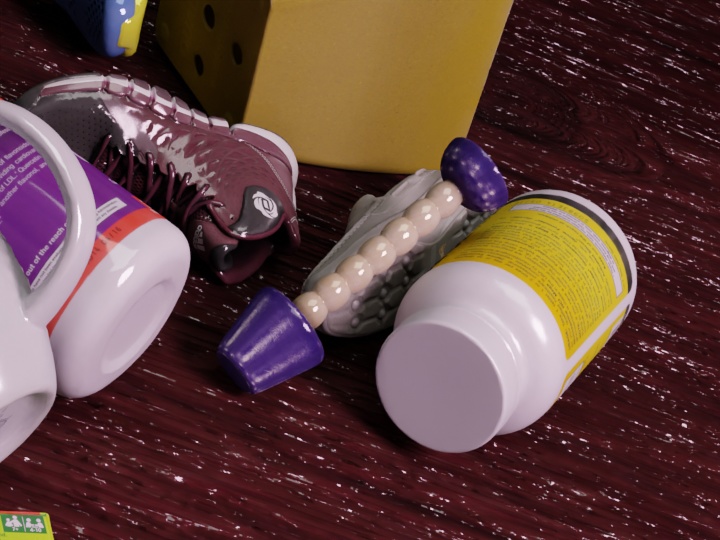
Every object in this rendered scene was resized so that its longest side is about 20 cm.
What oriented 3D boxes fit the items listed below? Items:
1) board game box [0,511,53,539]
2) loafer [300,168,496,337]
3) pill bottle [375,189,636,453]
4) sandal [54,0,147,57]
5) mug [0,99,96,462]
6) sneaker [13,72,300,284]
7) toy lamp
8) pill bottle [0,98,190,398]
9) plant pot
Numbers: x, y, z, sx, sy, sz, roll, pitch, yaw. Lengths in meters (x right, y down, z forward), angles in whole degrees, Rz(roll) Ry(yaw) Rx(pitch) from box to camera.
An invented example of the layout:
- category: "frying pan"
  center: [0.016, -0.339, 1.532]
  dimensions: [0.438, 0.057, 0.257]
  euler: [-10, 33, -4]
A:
- category: "board game box"
  center: [-0.230, 0.156, 0.857]
  dimensions: [0.199, 0.048, 0.102]
  euler: [7, 38, -29]
- category: "loafer"
  center: [0.017, -0.015, 1.260]
  dimensions: [0.069, 0.070, 0.200]
  euler: [19, 31, 28]
- category: "pill bottle"
  center: [0.089, 0.032, 1.198]
  dimensions: [0.112, 0.113, 0.200]
  euler: [35, 33, 11]
- category: "sandal"
  center: [-0.211, -0.214, 1.355]
  dimensions: [0.087, 0.080, 0.200]
  euler: [-2, 35, -33]
- category: "mug"
  center: [-0.218, 0.003, 0.942]
  dimensions: [0.176, 0.200, 0.148]
  euler: [49, 6, 11]
- category: "sneaker"
  center: [-0.120, -0.052, 1.199]
  dimensions: [0.199, 0.076, 0.116]
  euler: [10, 40, -26]
- category: "toy lamp"
  center: [0.000, 0.000, 1.150]
  dimensions: [0.200, 0.058, 0.058]
  euler: [-37, 64, -17]
- category: "pill bottle"
  center: [-0.200, -0.027, 1.068]
  dimensions: [0.200, 0.113, 0.112]
  euler: [36, 34, 11]
- category: "plant pot"
  center: [-0.031, -0.188, 1.353]
  dimensions: [0.176, 0.201, 0.200]
  euler: [-13, 50, -31]
